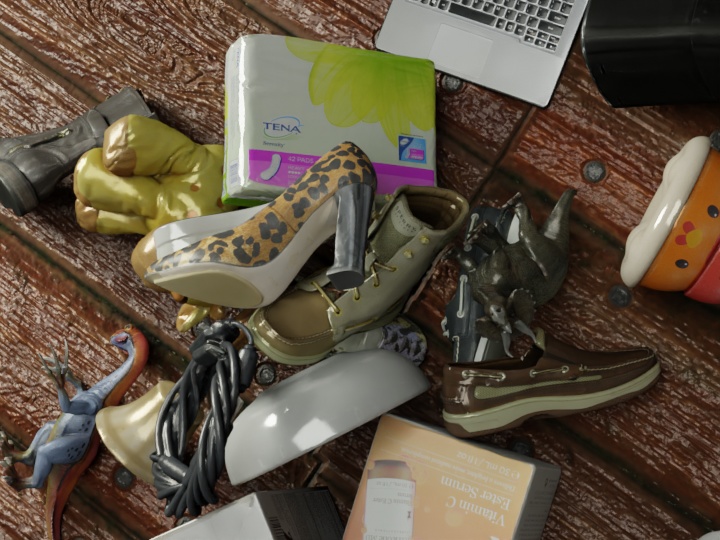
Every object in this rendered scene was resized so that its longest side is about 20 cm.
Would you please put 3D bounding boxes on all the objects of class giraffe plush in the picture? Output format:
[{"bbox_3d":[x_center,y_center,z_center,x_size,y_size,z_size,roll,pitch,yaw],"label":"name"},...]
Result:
[{"bbox_3d":[-0.165,-0.035,1.680,0.199,0.173,0.163,-4,60,-11],"label":"giraffe plush"}]

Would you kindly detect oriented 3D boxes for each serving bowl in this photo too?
[{"bbox_3d":[-0.039,0.120,1.599,0.199,0.200,0.066,-27,88,14],"label":"serving bowl"}]

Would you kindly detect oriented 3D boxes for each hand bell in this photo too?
[{"bbox_3d":[-0.148,0.099,1.683,0.200,0.104,0.104,-48,71,14],"label":"hand bell"}]

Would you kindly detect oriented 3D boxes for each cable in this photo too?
[{"bbox_3d":[-0.138,0.139,1.562,0.051,0.200,0.164,13,64,-20],"label":"cable"}]

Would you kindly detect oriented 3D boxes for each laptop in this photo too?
[{"bbox_3d":[0.113,-0.282,1.653,0.186,0.116,0.201,22,90,21],"label":"laptop"}]

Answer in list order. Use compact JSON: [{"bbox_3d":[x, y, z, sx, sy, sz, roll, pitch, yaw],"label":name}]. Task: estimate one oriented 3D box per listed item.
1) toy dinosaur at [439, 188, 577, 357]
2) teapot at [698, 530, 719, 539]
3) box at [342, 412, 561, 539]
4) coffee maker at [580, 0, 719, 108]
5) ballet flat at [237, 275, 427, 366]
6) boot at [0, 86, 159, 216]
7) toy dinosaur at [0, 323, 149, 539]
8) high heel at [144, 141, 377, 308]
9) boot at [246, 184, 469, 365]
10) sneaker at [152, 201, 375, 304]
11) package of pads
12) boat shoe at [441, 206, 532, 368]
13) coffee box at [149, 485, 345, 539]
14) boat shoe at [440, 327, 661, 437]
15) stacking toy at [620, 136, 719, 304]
[{"bbox_3d":[0.138,-0.002,1.576,0.102,0.200,0.077,52,134,-2],"label":"toy dinosaur"},{"bbox_3d":[0.402,0.270,1.466,0.196,0.146,0.201,-17,53,-10],"label":"teapot"},{"bbox_3d":[0.071,0.247,1.597,0.152,0.106,0.201,16,88,20],"label":"box"},{"bbox_3d":[0.296,-0.199,1.543,0.199,0.192,0.135,1,127,31],"label":"coffee maker"},{"bbox_3d":[-0.036,0.049,1.683,0.199,0.072,0.072,20,89,20],"label":"ballet flat"},{"bbox_3d":[-0.291,-0.129,1.788,0.174,0.069,0.200,-33,28,-13],"label":"boot"},{"bbox_3d":[-0.272,0.143,1.768,0.181,0.105,0.201,-28,112,1],"label":"toy dinosaur"},{"bbox_3d":[-0.083,-0.043,1.535,0.199,0.072,0.143,-4,55,14],"label":"high heel"},{"bbox_3d":[0.000,0.000,1.562,0.072,0.200,0.155,51,129,16],"label":"boot"},{"bbox_3d":[-0.078,-0.015,1.585,0.199,0.073,0.085,-13,78,-3],"label":"sneaker"},{"bbox_3d":[-0.027,-0.132,1.647,0.199,0.068,0.155,5,75,-22],"label":"package of pads"},{"bbox_3d":[0.107,0.039,1.636,0.060,0.076,0.201,12,75,19],"label":"boat shoe"},{"bbox_3d":[-0.094,0.251,1.604,0.113,0.200,0.080,-25,78,13],"label":"coffee box"},{"bbox_3d":[0.167,0.087,1.566,0.201,0.075,0.075,-14,101,-15],"label":"boat shoe"},{"bbox_3d":[0.338,-0.013,1.548,0.199,0.146,0.147,27,92,4],"label":"stacking toy"}]
